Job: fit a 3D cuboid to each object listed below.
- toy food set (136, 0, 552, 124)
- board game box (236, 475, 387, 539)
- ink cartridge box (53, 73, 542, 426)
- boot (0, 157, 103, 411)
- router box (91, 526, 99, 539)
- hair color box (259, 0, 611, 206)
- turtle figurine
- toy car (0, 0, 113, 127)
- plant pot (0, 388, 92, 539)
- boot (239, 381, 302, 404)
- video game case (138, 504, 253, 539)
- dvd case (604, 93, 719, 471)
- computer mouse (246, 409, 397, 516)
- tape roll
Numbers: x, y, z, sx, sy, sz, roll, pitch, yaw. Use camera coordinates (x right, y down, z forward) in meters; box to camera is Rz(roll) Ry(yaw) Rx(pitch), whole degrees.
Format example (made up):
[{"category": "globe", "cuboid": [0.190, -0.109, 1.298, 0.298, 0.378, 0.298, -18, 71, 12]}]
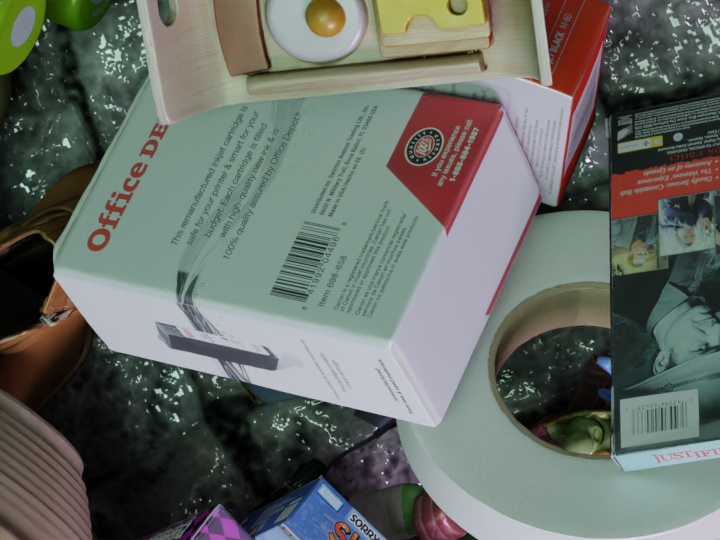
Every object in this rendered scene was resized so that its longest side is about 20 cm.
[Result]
[{"category": "toy food set", "cuboid": [-0.012, -0.148, 1.408, 0.200, 0.060, 0.144, -4, 106, 18]}, {"category": "board game box", "cuboid": [-0.024, 0.189, 1.597, 0.135, 0.034, 0.200, 45, 150, -8]}, {"category": "ink cartridge box", "cuboid": [-0.032, -0.020, 1.491, 0.200, 0.145, 0.084, 12, 152, 27]}, {"category": "boot", "cuboid": [-0.182, 0.027, 1.592, 0.077, 0.155, 0.200, 43, 115, -1]}, {"category": "router box", "cuboid": [-0.233, 0.202, 1.670, 0.200, 0.052, 0.157, -29, 101, -10]}, {"category": "hair color box", "cuboid": [0.021, -0.115, 1.504, 0.200, 0.064, 0.111, 19, 153, 9]}, {"category": "turtle figurine", "cuboid": [0.095, 0.153, 1.547, 0.194, 0.144, 0.200, -20, 82, 32]}, {"category": "toy car", "cuboid": [-0.238, -0.102, 1.571, 0.164, 0.158, 0.200, 23, 118, 17]}, {"category": "plant pot", "cuboid": [-0.209, 0.111, 1.545, 0.201, 0.201, 0.093, 31, 74, 5]}, {"category": "boot", "cuboid": [0.000, 0.000, 1.589, 0.200, 0.075, 0.097, -21, 127, 12]}, {"category": "video game case", "cuboid": [-0.068, 0.226, 1.601, 0.200, 0.036, 0.181, 48, 140, -13]}, {"category": "dvd case", "cuboid": [0.193, -0.003, 1.464, 0.146, 0.200, 0.022, -11, 145, 20]}, {"category": "computer mouse", "cuboid": [0.000, 0.081, 1.614, 0.200, 0.059, 0.034, -41, 75, 29]}, {"category": "tape roll", "cuboid": [0.117, 0.058, 1.495, 0.202, 0.203, 0.037, 18, 145, 11]}]
